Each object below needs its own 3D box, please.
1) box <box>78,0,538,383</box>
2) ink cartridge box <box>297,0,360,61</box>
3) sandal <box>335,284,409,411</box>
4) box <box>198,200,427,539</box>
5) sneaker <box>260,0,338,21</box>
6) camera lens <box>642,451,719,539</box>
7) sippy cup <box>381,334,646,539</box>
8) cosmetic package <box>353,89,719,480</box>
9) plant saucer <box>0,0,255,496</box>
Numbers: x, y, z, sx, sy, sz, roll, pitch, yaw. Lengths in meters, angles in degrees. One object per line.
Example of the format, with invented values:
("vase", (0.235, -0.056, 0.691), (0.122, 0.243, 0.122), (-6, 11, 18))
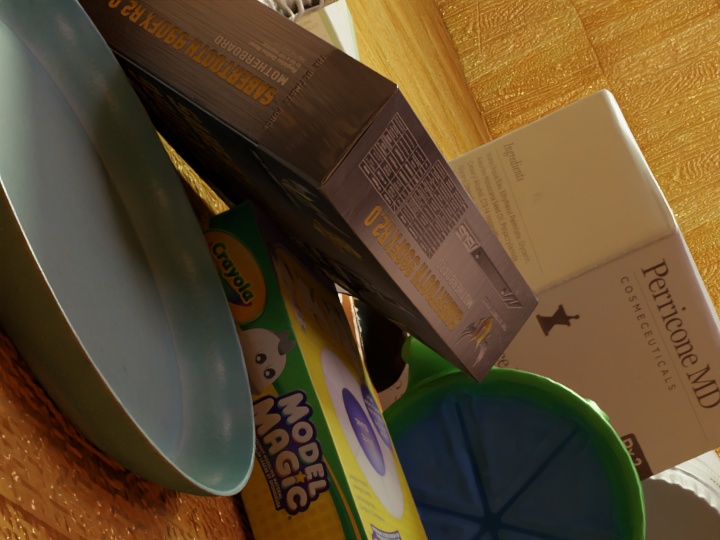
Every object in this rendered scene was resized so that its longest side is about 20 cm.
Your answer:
("box", (-0.022, -0.044, 0.719), (0.158, 0.048, 0.200), (35, -7, 30))
("ink cartridge box", (-0.059, -0.230, 1.256), (0.146, 0.048, 0.201), (-98, 165, -59))
("sandal", (-0.003, -0.006, 0.950), (0.207, 0.059, 0.079), (-103, 166, -50))
("box", (-0.014, 0.083, 0.697), (0.117, 0.048, 0.201), (46, 24, -67))
("sneaker", (-0.044, -0.161, 0.932), (0.201, 0.115, 0.076), (-82, 147, -73))
("camera lens", (0.189, 0.191, 1.216), (0.200, 0.159, 0.161), (-44, 109, -81))
("sippy cup", (0.061, 0.124, 0.811), (0.130, 0.139, 0.179), (72, 37, -74))
("cosmetic package", (0.106, 0.030, 1.051), (0.165, 0.199, 0.165), (60, 11, -34))
("plant saucer", (-0.090, -0.016, 0.565), (0.200, 0.027, 0.201), (-24, 90, -81))
